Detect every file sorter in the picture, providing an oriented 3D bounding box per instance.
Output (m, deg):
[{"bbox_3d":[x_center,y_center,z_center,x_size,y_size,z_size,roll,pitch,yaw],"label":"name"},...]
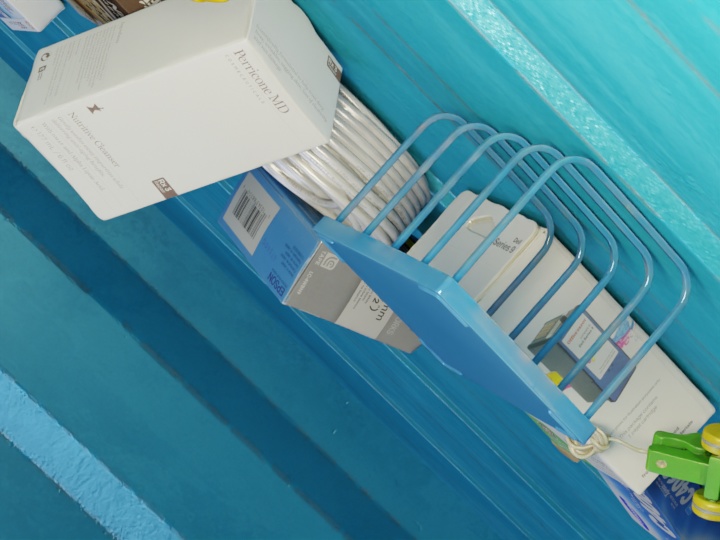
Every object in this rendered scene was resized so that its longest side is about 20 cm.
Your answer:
[{"bbox_3d":[0.089,-0.005,1.535,0.139,0.123,0.200,46,172,-24],"label":"file sorter"}]

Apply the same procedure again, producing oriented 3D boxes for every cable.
[{"bbox_3d":[-0.034,-0.099,1.890,0.200,0.069,0.200,37,172,34],"label":"cable"}]

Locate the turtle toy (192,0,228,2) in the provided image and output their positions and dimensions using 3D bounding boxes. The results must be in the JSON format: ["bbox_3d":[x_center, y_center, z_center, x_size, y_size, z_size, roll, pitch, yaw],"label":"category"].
[{"bbox_3d":[-0.142,-0.243,1.468,0.145,0.102,0.200,12,156,26],"label":"turtle toy"}]

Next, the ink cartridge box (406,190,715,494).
[{"bbox_3d":[0.133,0.049,1.769,0.200,0.088,0.145,47,172,-24],"label":"ink cartridge box"}]

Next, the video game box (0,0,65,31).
[{"bbox_3d":[-0.412,-0.336,2.670,0.200,0.047,0.182,44,170,-16],"label":"video game box"}]

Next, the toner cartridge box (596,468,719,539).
[{"bbox_3d":[0.247,0.182,2.120,0.095,0.043,0.200,39,173,36],"label":"toner cartridge box"}]

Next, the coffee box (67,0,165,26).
[{"bbox_3d":[-0.173,-0.226,1.838,0.113,0.080,0.200,47,172,-36],"label":"coffee box"}]

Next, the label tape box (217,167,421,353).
[{"bbox_3d":[0.000,0.000,2.016,0.199,0.066,0.143,25,-166,-36],"label":"label tape box"}]

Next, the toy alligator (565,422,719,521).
[{"bbox_3d":[0.238,0.129,1.686,0.199,0.060,0.054,16,-158,24],"label":"toy alligator"}]

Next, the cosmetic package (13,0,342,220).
[{"bbox_3d":[-0.124,-0.121,1.738,0.199,0.082,0.113,-18,132,30],"label":"cosmetic package"}]

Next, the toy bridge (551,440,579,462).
[{"bbox_3d":[0.139,0.074,1.961,0.027,0.067,0.200,34,171,49],"label":"toy bridge"}]
